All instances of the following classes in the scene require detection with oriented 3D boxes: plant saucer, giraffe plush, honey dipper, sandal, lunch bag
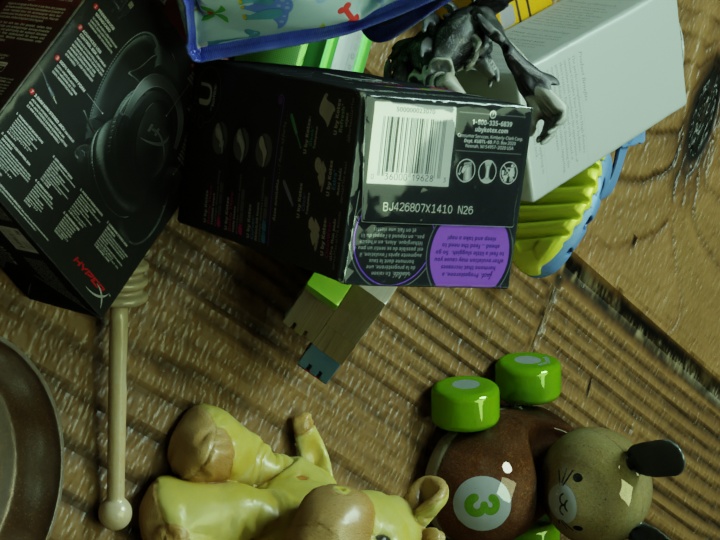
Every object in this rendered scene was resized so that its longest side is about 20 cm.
[{"bbox_3d":[-0.261,0.129,1.168,0.199,0.034,0.203,-14,108,-47],"label":"plant saucer"},{"bbox_3d":[-0.032,0.186,1.345,0.199,0.161,0.175,-3,101,-48],"label":"giraffe plush"},{"bbox_3d":[-0.158,0.072,1.275,0.038,0.038,0.202,-11,110,-47],"label":"honey dipper"},{"bbox_3d":[0.180,-0.079,1.597,0.087,0.079,0.201,45,67,-48],"label":"sandal"},{"bbox_3d":[-0.020,-0.229,1.166,0.128,0.198,0.171,78,0,-60],"label":"lunch bag"}]

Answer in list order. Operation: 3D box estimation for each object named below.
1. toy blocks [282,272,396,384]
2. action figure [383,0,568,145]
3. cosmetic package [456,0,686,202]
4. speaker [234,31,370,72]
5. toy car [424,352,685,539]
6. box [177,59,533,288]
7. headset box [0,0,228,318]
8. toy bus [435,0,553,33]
[{"bbox_3d":[0.000,0.000,1.375,0.201,0.100,0.137,-57,-178,-43],"label":"toy blocks"},{"bbox_3d":[0.066,-0.108,1.314,0.102,0.118,0.201,49,36,-29],"label":"action figure"},{"bbox_3d":[0.154,-0.137,1.457,0.199,0.074,0.103,-31,122,-41],"label":"cosmetic package"},{"bbox_3d":[-0.040,-0.143,1.306,0.088,0.088,0.202,22,82,-49],"label":"speaker"},{"bbox_3d":[0.164,0.171,1.539,0.157,0.199,0.166,-17,111,-46],"label":"toy car"},{"bbox_3d":[-0.007,-0.060,1.156,0.121,0.199,0.107,2,99,-33],"label":"box"},{"bbox_3d":[-0.163,-0.099,1.195,0.201,0.077,0.149,-59,136,-23],"label":"headset box"},{"bbox_3d":[0.102,-0.189,1.487,0.078,0.065,0.202,-39,126,-34],"label":"toy bus"}]
